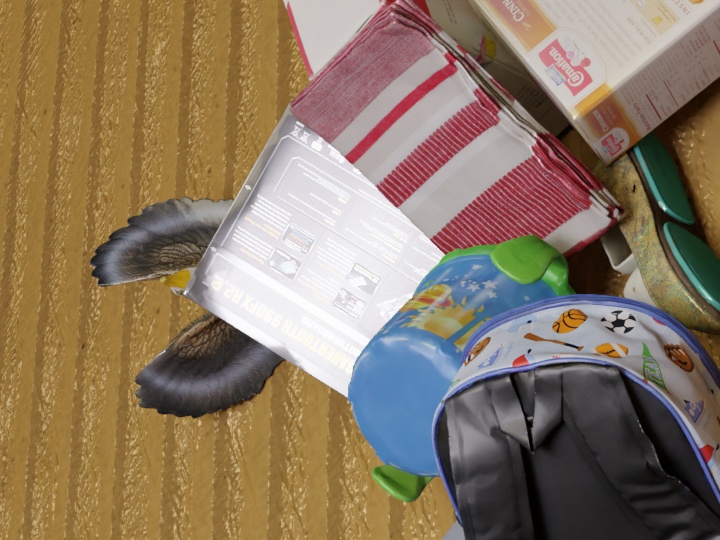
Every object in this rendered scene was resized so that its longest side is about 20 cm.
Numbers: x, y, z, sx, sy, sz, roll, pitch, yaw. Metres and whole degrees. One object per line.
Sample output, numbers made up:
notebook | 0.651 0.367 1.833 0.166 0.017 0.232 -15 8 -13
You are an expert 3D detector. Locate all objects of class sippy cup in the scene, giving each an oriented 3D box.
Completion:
sippy cup | 0.063 0.065 1.390 0.139 0.130 0.178 2 108 31

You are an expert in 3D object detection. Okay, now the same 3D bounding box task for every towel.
towel | 0.059 -0.071 1.406 0.023 0.200 0.144 -51 7 -38

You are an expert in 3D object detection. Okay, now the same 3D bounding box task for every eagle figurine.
eagle figurine | -0.099 0.011 1.643 0.200 0.151 0.152 -24 40 50

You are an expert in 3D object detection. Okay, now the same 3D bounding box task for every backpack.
backpack | 0.138 0.105 1.260 0.200 0.191 0.154 -14 33 23

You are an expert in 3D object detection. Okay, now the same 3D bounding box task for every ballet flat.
ballet flat | 0.188 -0.011 1.385 0.071 0.071 0.200 -45 36 23

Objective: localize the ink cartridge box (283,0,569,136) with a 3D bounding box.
ink cartridge box | 0.046 -0.168 1.526 0.086 0.200 0.148 -44 42 26

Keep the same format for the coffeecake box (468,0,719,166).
coffeecake box | 0.185 -0.192 1.410 0.200 0.073 0.154 -38 57 4

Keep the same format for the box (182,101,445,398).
box | 0.000 0.000 1.520 0.200 0.048 0.159 31 97 12

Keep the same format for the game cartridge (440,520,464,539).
game cartridge | 0.109 0.225 1.372 0.133 0.041 0.200 -56 39 18
